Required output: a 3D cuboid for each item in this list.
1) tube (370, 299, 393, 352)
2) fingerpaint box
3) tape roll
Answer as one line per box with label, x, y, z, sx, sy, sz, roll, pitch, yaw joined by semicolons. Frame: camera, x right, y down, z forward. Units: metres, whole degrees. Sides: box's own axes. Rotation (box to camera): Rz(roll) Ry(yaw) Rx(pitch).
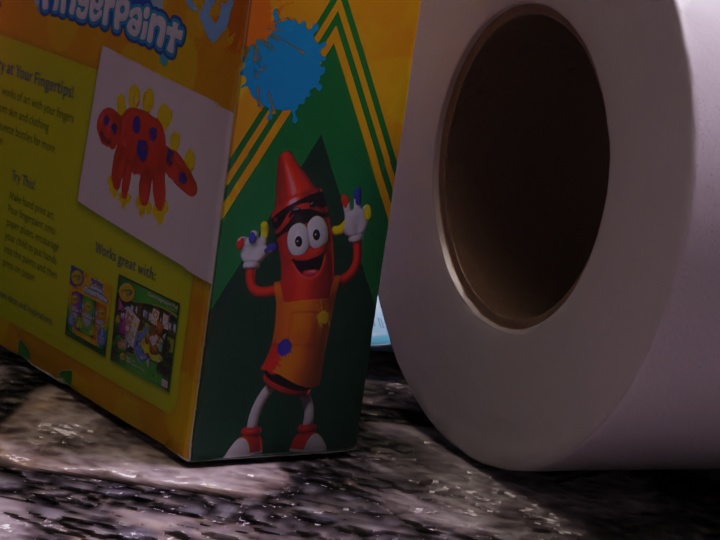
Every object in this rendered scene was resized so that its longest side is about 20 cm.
tube;0.000;0.000;0.957;0.077;0.051;0.200;-2;19;-15
fingerpaint box;-0.071;-0.045;0.800;0.073;0.168;0.199;0;14;-36
tape roll;0.109;-0.032;0.785;0.138;0.204;0.202;3;13;-28
